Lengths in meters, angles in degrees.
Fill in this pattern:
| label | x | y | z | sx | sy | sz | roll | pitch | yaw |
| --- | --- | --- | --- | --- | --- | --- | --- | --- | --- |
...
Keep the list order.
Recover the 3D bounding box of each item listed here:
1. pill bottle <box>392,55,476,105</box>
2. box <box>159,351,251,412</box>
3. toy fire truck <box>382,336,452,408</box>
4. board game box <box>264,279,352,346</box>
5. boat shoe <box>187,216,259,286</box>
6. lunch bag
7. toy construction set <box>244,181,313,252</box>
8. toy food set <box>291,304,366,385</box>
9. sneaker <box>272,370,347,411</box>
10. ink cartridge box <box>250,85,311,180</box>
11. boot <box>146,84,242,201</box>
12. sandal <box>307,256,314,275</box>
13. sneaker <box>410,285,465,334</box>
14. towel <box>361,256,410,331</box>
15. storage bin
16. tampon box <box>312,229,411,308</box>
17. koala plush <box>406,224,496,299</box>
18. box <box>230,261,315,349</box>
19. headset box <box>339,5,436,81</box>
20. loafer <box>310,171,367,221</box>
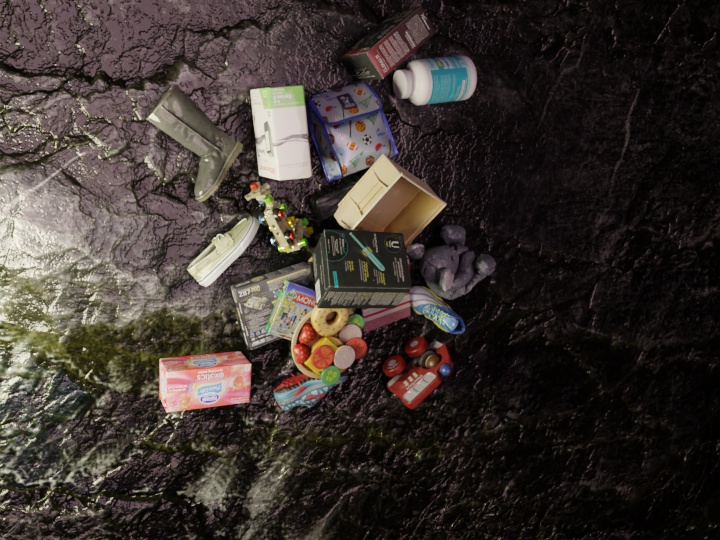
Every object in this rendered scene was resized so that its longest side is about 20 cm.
| label | x | y | z | sx | sy | sz | roll | pitch | yaw |
| --- | --- | --- | --- | --- | --- | --- | --- | --- | --- |
| pill bottle | 0.183 | -0.474 | 1.666 | 0.199 | 0.111 | 0.111 | -13 | 108 | -24 |
| box | -0.366 | 0.260 | 1.569 | 0.199 | 0.095 | 0.103 | -1 | 103 | -26 |
| toy fire truck | 0.168 | 0.277 | 1.801 | 0.200 | 0.168 | 0.112 | -39 | 116 | -14 |
| board game box | -0.123 | 0.116 | 1.644 | 0.199 | 0.029 | 0.135 | 21 | 94 | -32 |
| boat shoe | -0.315 | -0.052 | 1.536 | 0.200 | 0.072 | 0.062 | -50 | 120 | -5 |
| lunch bag | -0.025 | -0.337 | 1.592 | 0.169 | 0.124 | 0.201 | -22 | 97 | -21 |
| toy construction set | -0.187 | -0.123 | 1.559 | 0.092 | 0.131 | 0.200 | -26 | 120 | 26 |
| toy food set | -0.075 | 0.177 | 1.643 | 0.200 | 0.049 | 0.198 | -51 | 121 | -9 |
| sneaker | -0.128 | 0.304 | 1.723 | 0.199 | 0.079 | 0.096 | -14 | 121 | -16 |
| ink cartridge box | -0.180 | -0.310 | 1.501 | 0.084 | 0.145 | 0.201 | -11 | 106 | -24 |
| boot | -0.376 | -0.275 | 1.453 | 0.200 | 0.072 | 0.182 | 37 | 70 | -35 |
| sandal | -0.030 | 0.013 | 1.695 | 0.211 | 0.070 | 0.078 | 23 | 91 | -29 |
| sneaker | 0.217 | 0.111 | 1.823 | 0.200 | 0.105 | 0.076 | 34 | 85 | -29 |
| towel | 0.064 | 0.060 | 1.746 | 0.143 | 0.023 | 0.201 | -18 | 128 | -20 |
| storage bin | 0.070 | -0.152 | 1.631 | 0.199 | 0.094 | 0.200 | -47 | 142 | 17 |
| tampon box | 0.000 | 0.000 | 1.580 | 0.199 | 0.126 | 0.151 | 2 | 64 | -18 |
| koala plush | 0.216 | -0.010 | 1.729 | 0.184 | 0.177 | 0.200 | -51 | 156 | 19 |
| box | -0.203 | 0.085 | 1.637 | 0.199 | 0.049 | 0.162 | -20 | 112 | -22 |
| headset box | 0.056 | -0.525 | 1.569 | 0.200 | 0.149 | 0.077 | -45 | 116 | -12 |
| loafer | -0.028 | -0.187 | 1.655 | 0.200 | 0.068 | 0.071 | -26 | 120 | -14 |
